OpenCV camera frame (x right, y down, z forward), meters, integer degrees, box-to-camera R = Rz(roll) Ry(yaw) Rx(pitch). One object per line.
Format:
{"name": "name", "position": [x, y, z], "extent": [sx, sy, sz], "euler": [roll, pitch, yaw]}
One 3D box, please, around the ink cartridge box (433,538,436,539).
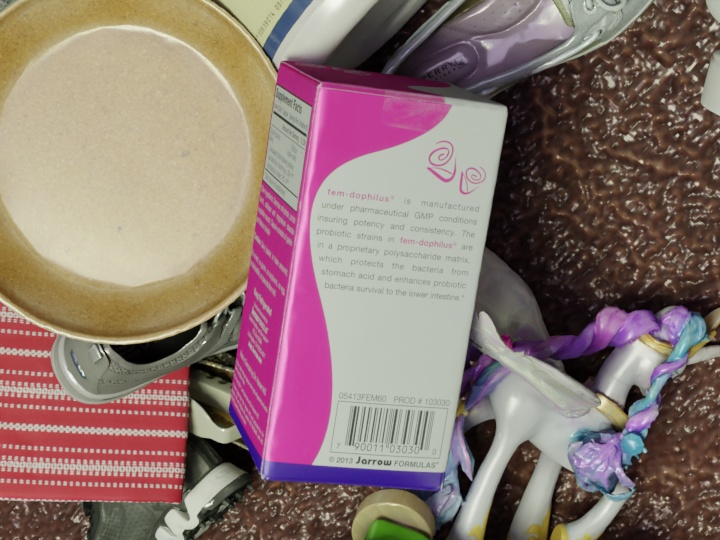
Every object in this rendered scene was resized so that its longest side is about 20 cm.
{"name": "ink cartridge box", "position": [0.060, 0.274, 0.995], "extent": [0.199, 0.083, 0.147], "euler": [31, 111, 9]}

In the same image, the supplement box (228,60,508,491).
{"name": "supplement box", "position": [0.000, 0.000, 0.824], "extent": [0.100, 0.103, 0.202], "euler": [6, 103, -16]}

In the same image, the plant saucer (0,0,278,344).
{"name": "plant saucer", "position": [-0.133, -0.062, 0.873], "extent": [0.198, 0.035, 0.202], "euler": [0, 95, -1]}

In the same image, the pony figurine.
{"name": "pony figurine", "position": [0.098, 0.073, 0.916], "extent": [0.192, 0.167, 0.201], "euler": [25, 109, -22]}

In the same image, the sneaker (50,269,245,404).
{"name": "sneaker", "position": [-0.085, 0.017, 0.941], "extent": [0.075, 0.199, 0.082], "euler": [57, 156, -4]}

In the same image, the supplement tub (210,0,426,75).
{"name": "supplement tub", "position": [-0.050, -0.216, 0.886], "extent": [0.200, 0.145, 0.145], "euler": [47, 112, 4]}

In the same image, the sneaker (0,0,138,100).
{"name": "sneaker", "position": [-0.131, -0.104, 0.942], "extent": [0.118, 0.074, 0.201], "euler": [-40, 115, 1]}

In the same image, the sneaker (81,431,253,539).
{"name": "sneaker", "position": [-0.154, 0.169, 1.053], "extent": [0.091, 0.066, 0.200], "euler": [47, 122, 11]}

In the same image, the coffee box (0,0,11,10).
{"name": "coffee box", "position": [-0.287, -0.101, 0.988], "extent": [0.112, 0.080, 0.202], "euler": [23, 92, 33]}

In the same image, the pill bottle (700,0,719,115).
{"name": "pill bottle", "position": [0.243, -0.172, 0.812], "extent": [0.110, 0.111, 0.202], "euler": [18, 108, 14]}

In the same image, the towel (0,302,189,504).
{"name": "towel", "position": [-0.173, 0.039, 0.958], "extent": [0.143, 0.022, 0.202], "euler": [4, 79, -21]}

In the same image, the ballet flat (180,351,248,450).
{"name": "ballet flat", "position": [-0.065, 0.094, 1.002], "extent": [0.198, 0.075, 0.068], "euler": [20, 111, 14]}

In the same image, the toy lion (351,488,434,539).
{"name": "toy lion", "position": [0.039, 0.232, 0.908], "extent": [0.198, 0.069, 0.193], "euler": [19, 123, 2]}

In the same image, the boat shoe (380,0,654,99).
{"name": "boat shoe", "position": [0.093, -0.145, 0.896], "extent": [0.201, 0.065, 0.075], "euler": [-29, 92, 23]}
